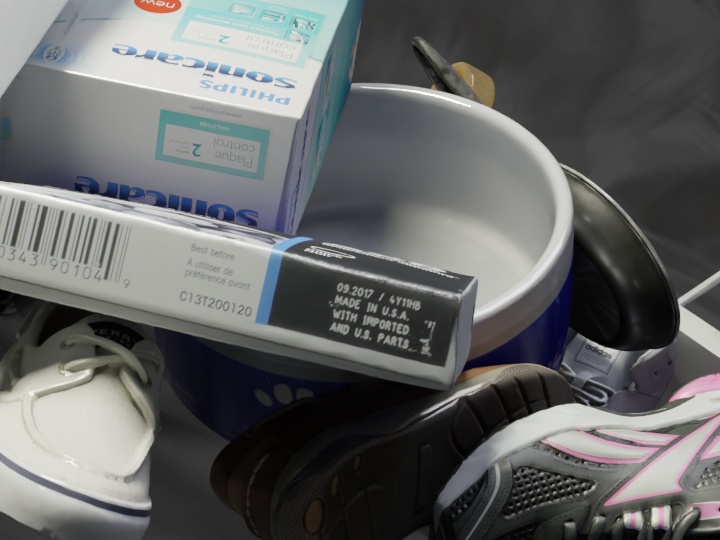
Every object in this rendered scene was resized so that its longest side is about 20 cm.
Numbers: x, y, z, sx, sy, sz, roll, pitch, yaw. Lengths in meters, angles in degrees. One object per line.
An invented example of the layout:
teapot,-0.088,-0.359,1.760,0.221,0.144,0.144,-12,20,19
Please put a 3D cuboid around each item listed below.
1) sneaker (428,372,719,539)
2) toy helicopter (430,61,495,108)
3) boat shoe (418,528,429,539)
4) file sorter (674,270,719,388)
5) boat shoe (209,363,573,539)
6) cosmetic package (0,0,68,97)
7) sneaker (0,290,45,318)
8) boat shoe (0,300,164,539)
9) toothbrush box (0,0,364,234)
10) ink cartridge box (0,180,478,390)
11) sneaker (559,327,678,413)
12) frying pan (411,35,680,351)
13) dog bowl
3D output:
sneaker,0.121,0.101,1.161,0.200,0.081,0.086,-20,39,-23
toy helicopter,0.034,-0.016,1.435,0.079,0.200,0.132,23,-16,-24
boat shoe,0.121,0.128,1.254,0.200,0.071,0.072,24,8,-9
file sorter,0.268,0.085,1.490,0.200,0.124,0.139,62,-12,-29
boat shoe,0.017,0.073,1.177,0.072,0.076,0.200,19,17,37
cosmetic package,-0.200,-0.098,1.142,0.150,0.052,0.200,-10,33,27
sneaker,-0.163,-0.001,1.252,0.200,0.075,0.082,0,34,-50
boat shoe,-0.106,0.050,1.043,0.071,0.070,0.200,24,7,-10
toothbrush box,-0.084,-0.090,1.246,0.146,0.085,0.200,12,31,5
ink cartridge box,-0.052,0.003,1.101,0.198,0.044,0.200,13,1,3
sneaker,0.098,0.068,1.415,0.075,0.115,0.200,28,8,21
frying pan,0.091,-0.034,1.359,0.190,0.031,0.115,56,-21,-13
dog bowl,0.000,0.000,1.297,0.199,0.079,0.200,-2,38,1
